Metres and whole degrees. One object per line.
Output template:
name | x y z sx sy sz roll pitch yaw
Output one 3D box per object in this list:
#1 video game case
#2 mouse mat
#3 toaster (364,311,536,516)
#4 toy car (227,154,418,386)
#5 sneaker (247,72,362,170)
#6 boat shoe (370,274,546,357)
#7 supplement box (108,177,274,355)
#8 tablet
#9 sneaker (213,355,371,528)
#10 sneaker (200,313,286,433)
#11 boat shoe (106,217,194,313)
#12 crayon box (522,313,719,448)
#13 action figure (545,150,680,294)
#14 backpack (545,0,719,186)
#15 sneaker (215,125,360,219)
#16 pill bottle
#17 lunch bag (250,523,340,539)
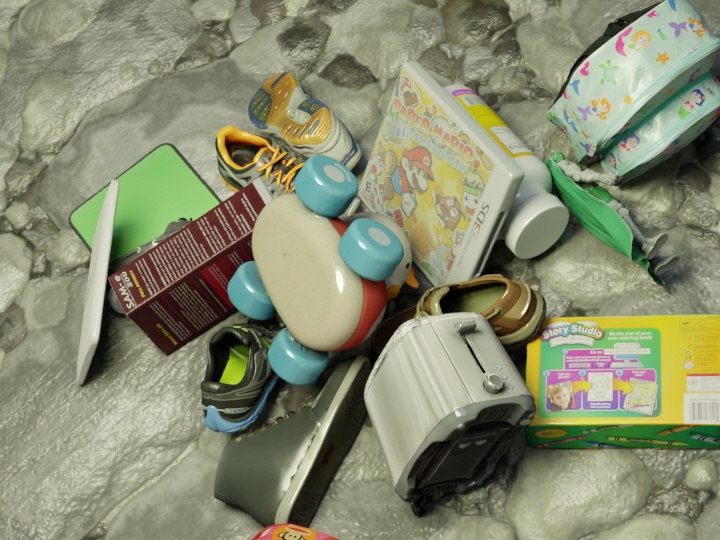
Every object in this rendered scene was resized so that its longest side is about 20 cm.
video game case | 0.079 -0.091 1.443 0.023 0.183 0.200 -11 48 -35
mouse mat | -0.242 -0.051 1.603 0.160 0.008 0.200 -38 58 -8
toaster | 0.078 0.132 1.307 0.112 0.201 0.130 -5 55 -27
toy car | 0.000 0.000 1.408 0.178 0.199 0.185 55 126 30
sneaker | -0.067 -0.166 1.588 0.075 0.088 0.200 -47 35 4
boat shoe | 0.091 0.044 1.379 0.198 0.074 0.076 -18 50 33
supplement box | -0.163 -0.003 1.481 0.199 0.109 0.061 -33 57 -1
tablet | -0.295 0.013 1.510 0.013 0.130 0.202 10 60 -15
sneaker | -0.070 0.162 1.384 0.105 0.075 0.201 20 68 26
sneaker | -0.114 0.080 1.428 0.070 0.083 0.200 5 41 21
boat shoe | -0.205 -0.026 1.538 0.199 0.070 0.067 -33 58 4
crayon box | 0.261 0.109 1.330 0.197 0.058 0.120 -2 59 15
action figure | 0.254 -0.067 1.421 0.055 0.118 0.200 -39 47 -1
backpack | 0.296 -0.191 1.419 0.177 0.200 0.151 -35 77 -8
sneaker | -0.091 -0.106 1.550 0.198 0.077 0.079 22 66 25
pill bottle | 0.138 -0.105 1.467 0.104 0.105 0.200 -34 57 -6
lunch bag | -0.042 0.323 1.229 0.198 0.083 0.176 16 28 23
